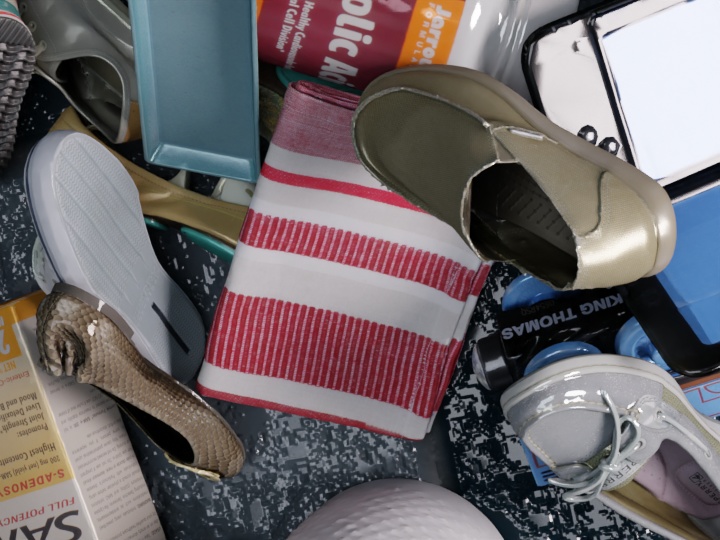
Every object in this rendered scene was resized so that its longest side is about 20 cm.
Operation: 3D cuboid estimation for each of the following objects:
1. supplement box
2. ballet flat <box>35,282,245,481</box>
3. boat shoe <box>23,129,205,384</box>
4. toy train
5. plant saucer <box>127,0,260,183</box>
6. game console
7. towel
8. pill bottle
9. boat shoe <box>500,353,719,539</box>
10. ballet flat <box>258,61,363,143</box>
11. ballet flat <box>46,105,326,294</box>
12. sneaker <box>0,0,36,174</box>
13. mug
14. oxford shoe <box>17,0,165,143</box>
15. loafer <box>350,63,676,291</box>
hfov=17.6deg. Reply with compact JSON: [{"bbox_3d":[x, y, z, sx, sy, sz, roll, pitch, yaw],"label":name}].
[{"bbox_3d":[-0.204,0.123,1.387,0.126,0.073,0.201,-19,93,26],"label":"supplement box"},{"bbox_3d":[-0.127,0.074,1.323,0.067,0.200,0.046,14,67,33],"label":"ballet flat"},{"bbox_3d":[-0.156,-0.001,1.325,0.066,0.074,0.200,5,140,27],"label":"boat shoe"},{"bbox_3d":[0.163,0.041,1.285,0.199,0.087,0.114,-18,135,5],"label":"toy train"},{"bbox_3d":[-0.087,-0.111,1.255,0.070,0.200,0.019,11,60,5],"label":"plant saucer"},{"bbox_3d":[0.210,-0.070,1.215,0.199,0.116,0.177,-22,108,-11],"label":"game console"},{"bbox_3d":[0.000,0.000,1.312,0.143,0.023,0.201,13,116,-13],"label":"towel"},{"bbox_3d":[0.013,-0.153,1.274,0.199,0.114,0.115,16,101,-5],"label":"pill bottle"},{"bbox_3d":[0.152,0.103,1.240,0.074,0.202,0.065,-34,47,24],"label":"boat shoe"},{"bbox_3d":[-0.057,-0.113,1.342,0.200,0.071,0.071,40,104,7],"label":"ballet flat"},{"bbox_3d":[-0.098,-0.043,1.357,0.199,0.069,0.063,21,86,8],"label":"ballet flat"},{"bbox_3d":[-0.240,-0.118,1.354,0.070,0.200,0.094,-6,62,-26],"label":"sneaker"},{"bbox_3d":[0.020,0.229,1.307,0.147,0.175,0.200,-32,89,15],"label":"mug"},{"bbox_3d":[-0.184,-0.145,1.350,0.200,0.058,0.075,40,145,11],"label":"oxford shoe"},{"bbox_3d":[0.066,-0.048,1.186,0.200,0.068,0.076,25,124,34],"label":"loafer"}]
